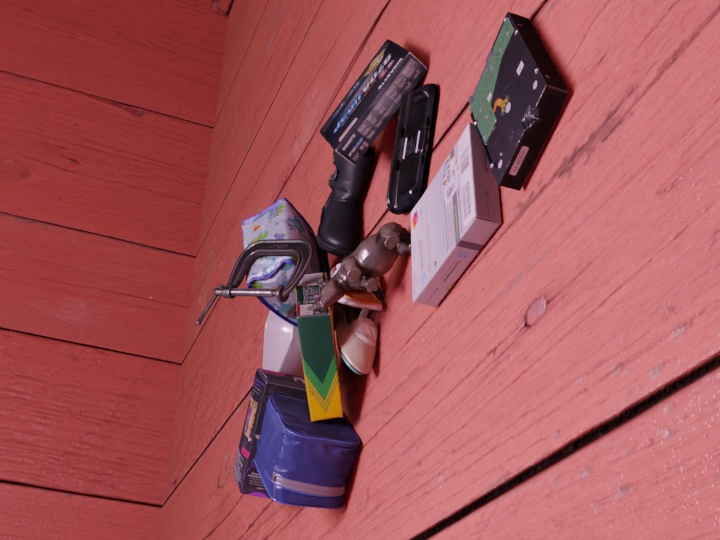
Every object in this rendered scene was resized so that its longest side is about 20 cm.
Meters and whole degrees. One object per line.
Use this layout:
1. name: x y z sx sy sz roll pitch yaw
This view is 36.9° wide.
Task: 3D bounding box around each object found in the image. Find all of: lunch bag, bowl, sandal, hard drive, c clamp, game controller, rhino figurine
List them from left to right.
1. c clamp: -0.167 0.018 1.791 0.197 0.027 0.173 -6 49 37
2. bowl: -0.126 0.121 2.053 0.202 0.073 0.201 -95 24 -43
3. lunch bag: -0.112 0.001 1.928 0.126 0.200 0.172 -26 42 17
4. lunch bag: -0.093 0.293 1.715 0.200 0.134 0.135 -137 62 -70
5. sandal: -0.011 0.008 1.747 0.207 0.078 0.060 -122 45 -69
6. rhino figurine: 0.000 0.000 1.619 0.199 0.060 0.088 -38 18 5
7. game controller: 0.082 -0.189 1.674 0.104 0.042 0.204 -10 68 57
8. hard drive: 0.189 -0.210 1.321 0.201 0.037 0.141 -102 30 -53

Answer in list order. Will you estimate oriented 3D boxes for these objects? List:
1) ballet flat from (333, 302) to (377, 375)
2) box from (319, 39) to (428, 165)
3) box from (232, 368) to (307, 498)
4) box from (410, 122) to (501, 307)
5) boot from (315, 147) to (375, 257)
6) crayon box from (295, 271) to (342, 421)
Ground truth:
1. ballet flat: -0.006 0.090 1.710 0.201 0.068 0.070 -112 38 -63
2. box: 0.018 -0.283 1.801 0.201 0.046 0.159 -52 21 8
3. box: -0.142 0.290 1.901 0.106 0.120 0.204 -147 71 -73
4. box: 0.122 -0.070 1.435 0.201 0.040 0.158 124 153 -49
5. boot: -0.024 -0.135 1.893 0.201 0.075 0.171 -98 22 -63
6. crayon box: -0.068 0.119 1.738 0.200 0.057 0.176 -101 6 -72
